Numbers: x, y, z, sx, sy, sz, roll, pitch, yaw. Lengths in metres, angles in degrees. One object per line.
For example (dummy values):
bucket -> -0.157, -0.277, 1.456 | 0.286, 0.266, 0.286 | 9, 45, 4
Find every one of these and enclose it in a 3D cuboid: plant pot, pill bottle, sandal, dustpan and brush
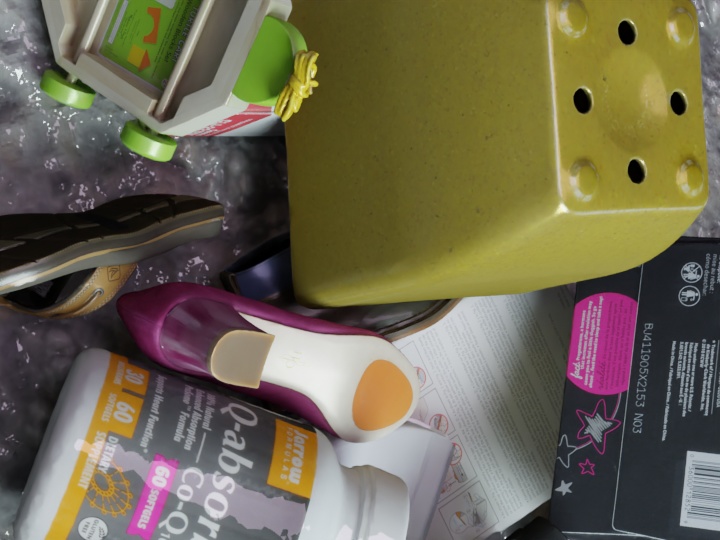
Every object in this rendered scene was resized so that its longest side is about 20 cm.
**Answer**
plant pot -> 0.087, -0.085, 0.776 | 0.193, 0.199, 0.198 | -4, 89, -35
pill bottle -> -0.081, 0.128, 0.747 | 0.198, 0.116, 0.117 | 21, 71, -13
sandal -> -0.164, -0.003, 0.773 | 0.199, 0.081, 0.055 | -17, 115, -43
dustpan and brush -> -0.045, 0.138, 0.847 | 0.199, 0.057, 0.141 | 25, 81, -37

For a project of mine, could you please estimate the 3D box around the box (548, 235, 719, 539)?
box -> 0.206, 0.089, 0.884 | 0.115, 0.131, 0.202 | 44, 53, -64

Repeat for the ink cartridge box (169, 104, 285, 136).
ink cartridge box -> -0.038, -0.164, 0.867 | 0.198, 0.083, 0.146 | -4, 86, -35

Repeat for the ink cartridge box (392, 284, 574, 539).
ink cartridge box -> 0.080, 0.097, 0.951 | 0.199, 0.050, 0.162 | -30, 101, -18

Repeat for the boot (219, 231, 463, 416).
boot -> 0.000, 0.000, 0.871 | 0.199, 0.074, 0.098 | -37, 112, -29

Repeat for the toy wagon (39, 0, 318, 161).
toy wagon -> -0.098, -0.141, 0.758 | 0.039, 0.199, 0.156 | -2, 122, -62

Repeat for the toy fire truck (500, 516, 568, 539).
toy fire truck -> 0.136, 0.260, 0.836 | 0.128, 0.176, 0.201 | -34, 79, -16

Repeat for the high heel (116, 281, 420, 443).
high heel -> -0.049, 0.052, 0.798 | 0.199, 0.095, 0.068 | 13, 98, -48
